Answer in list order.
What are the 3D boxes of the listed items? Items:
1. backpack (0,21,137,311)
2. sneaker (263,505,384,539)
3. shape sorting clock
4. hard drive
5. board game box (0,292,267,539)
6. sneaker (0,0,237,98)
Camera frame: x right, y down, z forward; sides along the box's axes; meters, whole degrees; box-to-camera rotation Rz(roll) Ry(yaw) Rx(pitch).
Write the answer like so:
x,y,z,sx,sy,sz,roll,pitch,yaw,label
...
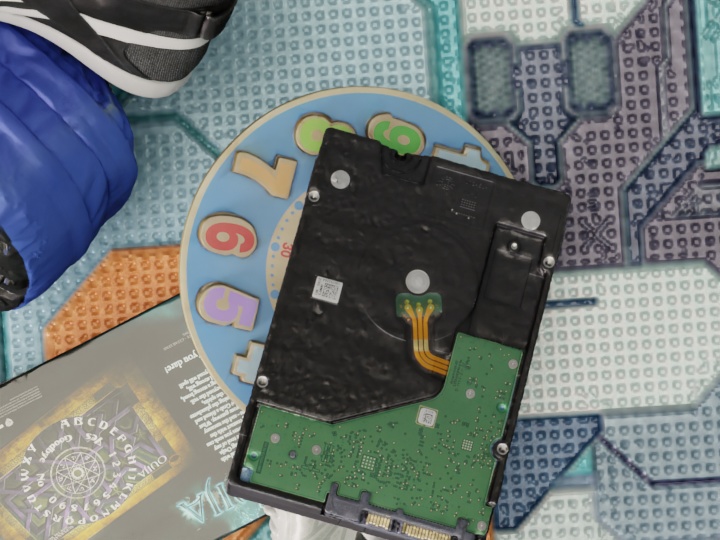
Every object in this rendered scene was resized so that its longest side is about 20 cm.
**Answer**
x,y,z,sx,sy,sz,roll,pitch,yaw,label
-0.207,-0.092,1.355,0.168,0.163,0.200,-43,85,-15,backpack
-0.023,0.143,1.370,0.081,0.075,0.201,23,103,-13,sneaker
0.000,0.000,1.378,0.199,0.039,0.201,-2,97,-14,shape sorting clock
0.021,0.039,1.317,0.139,0.038,0.201,15,73,-1,hard drive
-0.129,0.102,1.406,0.199,0.028,0.136,-26,89,-1,board game box
-0.154,-0.173,1.265,0.199,0.073,0.112,24,138,-17,sneaker
